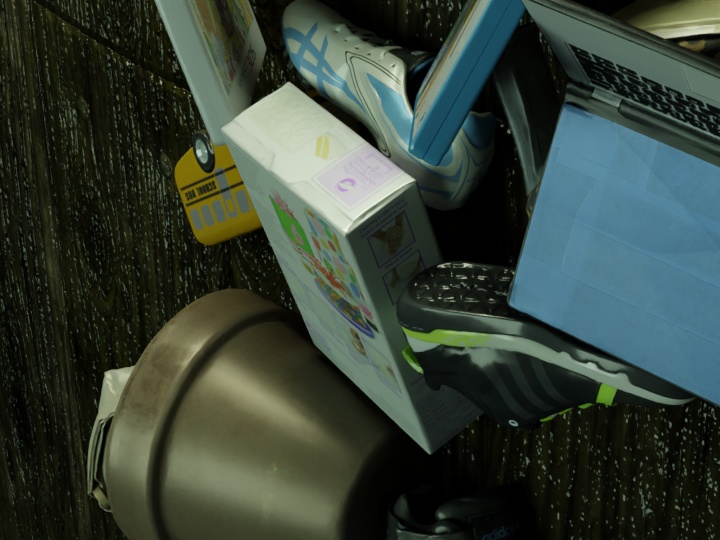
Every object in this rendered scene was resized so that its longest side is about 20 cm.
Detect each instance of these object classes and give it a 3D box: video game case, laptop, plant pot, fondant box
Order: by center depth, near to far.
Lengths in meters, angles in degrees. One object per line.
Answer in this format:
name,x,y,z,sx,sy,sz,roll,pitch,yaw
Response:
laptop,0.149,-0.013,0.772,0.186,0.200,0.117,25,88,19
video game case,0.065,-0.130,0.832,0.144,0.018,0.200,-61,4,12
fondant box,0.000,0.000,1.085,0.144,0.058,0.201,41,161,44
video game case,-0.110,-0.202,1.121,0.182,0.023,0.202,-85,-24,-65
plant pot,-0.048,0.130,1.205,0.173,0.200,0.202,19,123,34

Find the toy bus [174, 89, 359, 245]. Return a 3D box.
toy bus,-0.060,-0.074,1.207,0.199,0.065,0.079,-16,93,60

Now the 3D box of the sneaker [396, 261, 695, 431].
sneaker,0.108,0.050,0.970,0.199,0.072,0.084,15,129,38

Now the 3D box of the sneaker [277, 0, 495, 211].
sneaker,0.018,-0.115,1.064,0.200,0.071,0.073,48,118,39

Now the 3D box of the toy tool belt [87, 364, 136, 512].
toy tool belt,-0.161,0.182,1.464,0.123,0.124,0.202,43,141,53

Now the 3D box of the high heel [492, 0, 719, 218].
high heel,0.148,-0.062,0.878,0.199,0.071,0.144,1,117,58

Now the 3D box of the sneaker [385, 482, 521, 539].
sneaker,0.089,0.197,1.094,0.199,0.076,0.113,17,111,45
